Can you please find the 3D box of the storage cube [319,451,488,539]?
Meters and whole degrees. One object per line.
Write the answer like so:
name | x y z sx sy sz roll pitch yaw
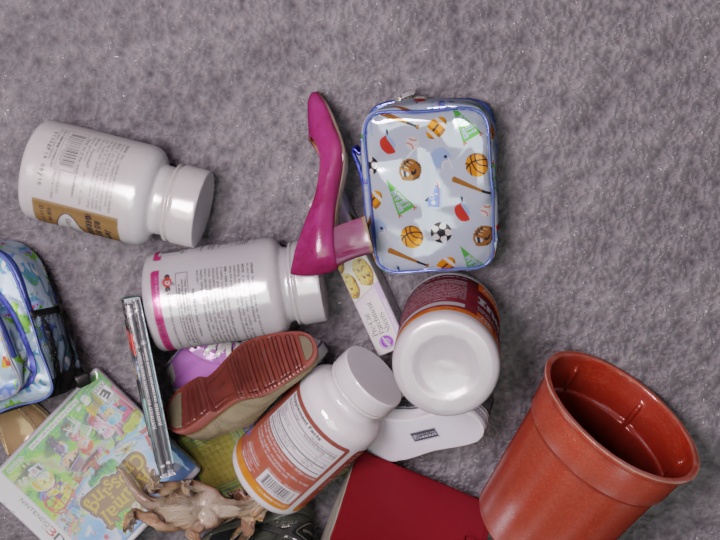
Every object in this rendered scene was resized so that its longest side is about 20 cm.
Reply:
storage cube | 0.036 0.354 1.281 0.178 0.201 0.172 22 123 1

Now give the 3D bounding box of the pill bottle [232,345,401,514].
pill bottle | -0.048 0.181 1.257 0.112 0.112 0.200 42 114 -7

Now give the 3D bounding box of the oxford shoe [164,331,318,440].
oxford shoe | -0.125 0.133 1.242 0.199 0.071 0.075 -27 144 16

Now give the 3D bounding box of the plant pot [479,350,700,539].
plant pot | 0.245 0.232 1.237 0.199 0.201 0.196 29 117 -3

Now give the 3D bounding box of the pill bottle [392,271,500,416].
pill bottle | 0.097 0.069 1.190 0.111 0.200 0.114 2 108 6

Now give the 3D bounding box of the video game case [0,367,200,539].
video game case | -0.329 0.254 1.343 0.182 0.022 0.200 45 89 -6

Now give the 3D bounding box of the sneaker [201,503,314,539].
sneaker | -0.141 0.371 1.354 0.198 0.115 0.076 -27 131 17

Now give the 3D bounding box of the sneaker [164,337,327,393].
sneaker | -0.144 0.101 1.299 0.199 0.073 0.115 -25 100 14

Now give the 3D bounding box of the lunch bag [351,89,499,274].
lunch bag | 0.074 -0.098 1.209 0.158 0.076 0.202 -2 108 10

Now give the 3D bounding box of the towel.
towel | -0.120 0.227 1.360 0.198 0.023 0.145 -26 102 13

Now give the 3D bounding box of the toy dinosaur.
toy dinosaur | -0.200 0.287 1.307 0.198 0.135 0.087 9 83 21

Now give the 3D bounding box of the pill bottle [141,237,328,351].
pill bottle | -0.140 0.024 1.247 0.197 0.113 0.115 -8 106 3

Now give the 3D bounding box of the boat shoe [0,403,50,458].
boat shoe | -0.405 0.247 1.378 0.071 0.065 0.201 -27 102 14

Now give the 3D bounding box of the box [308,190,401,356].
box | 0.000 0.000 1.265 0.041 0.039 0.202 -21 103 13

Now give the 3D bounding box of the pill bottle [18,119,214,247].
pill bottle | -0.272 -0.092 1.230 0.198 0.114 0.116 14 109 2

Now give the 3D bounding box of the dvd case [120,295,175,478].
dvd case | -0.248 0.129 1.263 0.022 0.146 0.203 -11 91 -14

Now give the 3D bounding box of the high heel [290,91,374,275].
high heel | -0.055 -0.096 1.194 0.095 0.067 0.202 -16 72 2

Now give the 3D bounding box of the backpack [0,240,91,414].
backpack | -0.443 0.070 1.275 0.181 0.147 0.202 -17 89 14

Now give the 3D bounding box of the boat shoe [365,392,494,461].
boat shoe | 0.068 0.173 1.298 0.199 0.068 0.072 -17 113 34
